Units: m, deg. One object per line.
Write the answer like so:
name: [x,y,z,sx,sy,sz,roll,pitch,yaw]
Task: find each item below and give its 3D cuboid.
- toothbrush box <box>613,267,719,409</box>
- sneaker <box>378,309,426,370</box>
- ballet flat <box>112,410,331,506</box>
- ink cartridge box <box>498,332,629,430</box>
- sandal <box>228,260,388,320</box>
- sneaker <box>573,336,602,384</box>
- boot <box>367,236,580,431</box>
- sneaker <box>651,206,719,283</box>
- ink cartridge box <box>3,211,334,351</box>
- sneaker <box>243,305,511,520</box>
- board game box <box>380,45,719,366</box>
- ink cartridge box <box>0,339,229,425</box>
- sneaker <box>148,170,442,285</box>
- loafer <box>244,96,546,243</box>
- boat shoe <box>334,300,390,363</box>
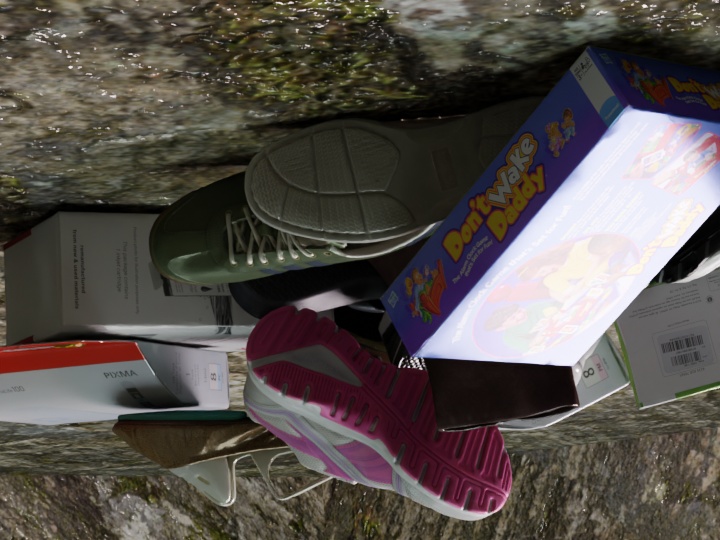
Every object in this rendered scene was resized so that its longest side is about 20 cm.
toothbrush box: [0.257,0.027,1.592,0.145,0.087,0.200,-16,-175,7]
sneaker: [0.104,0.019,1.454,0.200,0.087,0.080,-36,140,8]
ballet flat: [-0.071,0.124,1.522,0.199,0.073,0.068,-7,178,-1]
ink cartridge box: [0.087,0.110,1.635,0.199,0.057,0.163,-30,-179,-11]
sandal: [-0.001,0.000,1.498,0.199,0.076,0.043,-7,140,-26]
sneaker: [0.090,0.015,1.567,0.200,0.081,0.075,31,166,30]
boot: [0.041,0.019,1.407,0.199,0.167,0.072,-7,170,22]
sneaker: [0.252,-0.036,1.456,0.079,0.074,0.200,-3,172,-35]
ink cartridge box: [-0.136,0.011,1.547,0.199,0.083,0.147,1,172,-25]
sneaker: [0.008,0.102,1.454,0.199,0.082,0.088,33,149,0]
board game box: [0.121,-0.030,1.211,0.134,0.045,0.200,5,135,-43]
ink cartridge box: [-0.206,0.079,1.536,0.159,0.048,0.200,-6,173,25]
sneaker: [-0.034,-0.034,1.331,0.199,0.068,0.090,-11,-179,0]
loafer: [0.035,-0.056,1.265,0.199,0.072,0.063,-9,177,13]
boat shoe: [-0.006,0.026,1.594,0.072,0.200,0.068,-37,137,-19]
